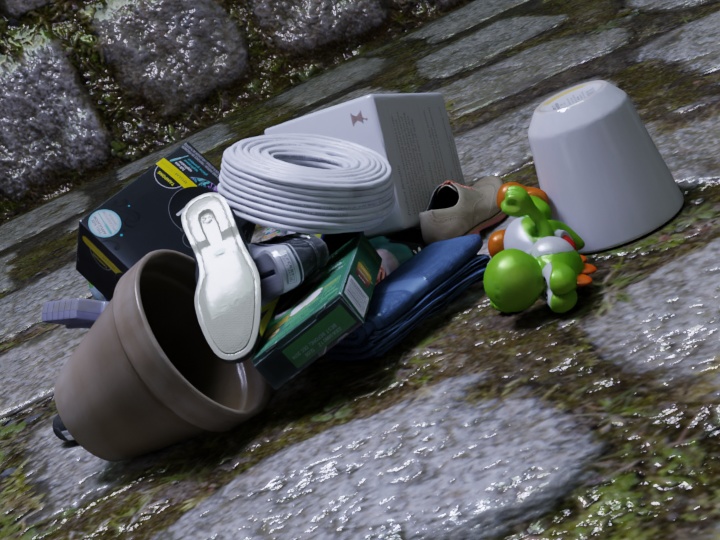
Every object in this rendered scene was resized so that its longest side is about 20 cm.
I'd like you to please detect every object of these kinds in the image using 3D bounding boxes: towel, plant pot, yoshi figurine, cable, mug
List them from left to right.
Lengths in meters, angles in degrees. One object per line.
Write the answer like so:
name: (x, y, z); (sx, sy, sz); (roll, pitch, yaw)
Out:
plant pot: (-0.219, 0.106, 1.375); (0.173, 0.200, 0.200); (-35, 11, 23)
cable: (-0.057, -0.097, 1.459); (0.199, 0.070, 0.200); (-2, 21, -26)
towel: (0.047, 0.033, 1.423); (0.200, 0.049, 0.111); (-37, 16, -31)
yoshi figurine: (0.161, -0.017, 1.336); (0.112, 0.112, 0.200); (-40, 22, 11)
mug: (0.243, -0.118, 1.441); (0.149, 0.154, 0.186); (-35, 19, -33)

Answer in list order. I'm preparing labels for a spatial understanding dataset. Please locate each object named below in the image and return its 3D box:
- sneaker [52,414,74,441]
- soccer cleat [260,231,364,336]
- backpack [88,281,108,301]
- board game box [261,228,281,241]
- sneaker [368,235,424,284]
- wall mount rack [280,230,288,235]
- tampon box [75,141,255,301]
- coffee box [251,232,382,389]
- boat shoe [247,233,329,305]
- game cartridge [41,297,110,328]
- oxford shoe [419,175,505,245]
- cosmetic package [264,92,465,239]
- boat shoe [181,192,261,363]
sneaker: (-0.281, 0.114, 1.518); (0.199, 0.116, 0.075); (-21, 16, 9)
soccer cleat: (-0.067, 0.017, 1.504); (0.084, 0.065, 0.201); (28, 84, 51)
backpack: (-0.297, -0.010, 1.899); (0.153, 0.164, 0.200); (-22, 20, 41)
board game box: (-0.050, -0.073, 1.936); (0.199, 0.029, 0.135); (-21, 17, 11)
sneaker: (0.000, 0.000, 1.582); (0.080, 0.072, 0.199); (-22, 12, -37)
wall mount rack: (-0.119, -0.032, 1.697); (0.200, 0.074, 0.175); (-103, 38, -74)
tampon box: (-0.261, -0.043, 1.776); (0.200, 0.150, 0.126); (-43, -13, -31)
coffee box: (-0.041, 0.038, 1.373); (0.123, 0.044, 0.200); (-38, 11, 15)
boat shoe: (-0.088, -0.001, 1.428); (0.071, 0.073, 0.200); (-19, 7, -22)
game cartridge: (-0.278, 0.063, 1.625); (0.199, 0.039, 0.129); (9, -4, -31)
oxford shoe: (0.132, -0.084, 1.628); (0.070, 0.075, 0.200); (-14, 19, 31)
cosmetic package: (0.013, -0.125, 1.675); (0.165, 0.169, 0.200); (-13, 0, 30)
boat shoe: (-0.135, 0.014, 1.360); (0.071, 0.068, 0.201); (-18, 55, 2)
